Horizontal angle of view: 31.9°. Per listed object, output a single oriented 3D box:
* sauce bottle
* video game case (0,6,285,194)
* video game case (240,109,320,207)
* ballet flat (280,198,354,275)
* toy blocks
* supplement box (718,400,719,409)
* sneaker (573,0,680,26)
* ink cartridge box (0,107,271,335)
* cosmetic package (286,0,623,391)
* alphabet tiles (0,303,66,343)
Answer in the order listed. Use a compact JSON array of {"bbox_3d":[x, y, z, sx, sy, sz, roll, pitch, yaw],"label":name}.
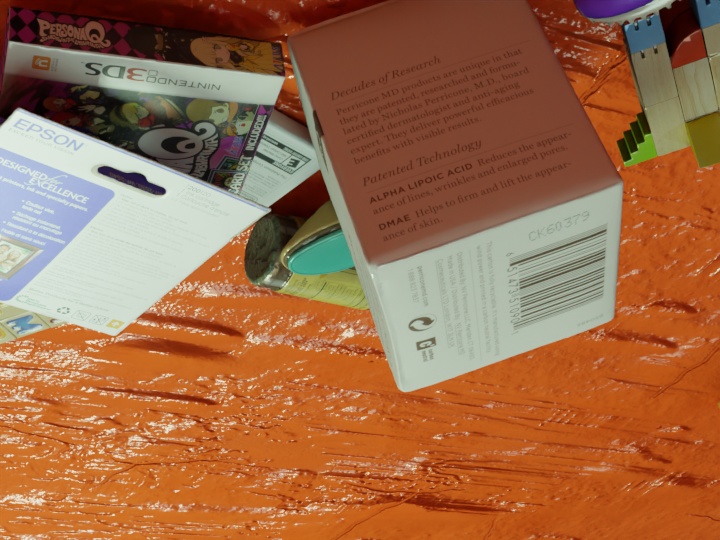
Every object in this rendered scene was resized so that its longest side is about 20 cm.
[{"bbox_3d":[0.000,0.000,1.064,0.198,0.065,0.065,12,141,-33],"label":"sauce bottle"},{"bbox_3d":[-0.163,-0.089,0.868,0.179,0.036,0.201,5,144,-21],"label":"video game case"},{"bbox_3d":[-0.150,-0.081,0.938,0.181,0.023,0.199,-33,141,30],"label":"video game case"},{"bbox_3d":[0.028,-0.052,0.990,0.197,0.064,0.069,-17,150,-1],"label":"ballet flat"},{"bbox_3d":[0.262,-0.167,0.879,0.197,0.101,0.137,-18,135,12],"label":"toy blocks"},{"bbox_3d":[0.533,0.148,1.367,0.194,0.134,0.201,-2,146,-12],"label":"supplement box"},{"bbox_3d":[0.200,-0.240,0.772,0.199,0.070,0.099,-34,133,24],"label":"sneaker"},{"bbox_3d":[-0.196,-0.037,0.863,0.197,0.044,0.199,21,138,-38],"label":"ink cartridge box"},{"bbox_3d":[0.063,-0.061,0.851,0.163,0.202,0.166,-19,146,-3],"label":"cosmetic package"},{"bbox_3d":[-0.328,0.018,1.046,0.197,0.006,0.167,-17,145,9],"label":"alphabet tiles"}]
